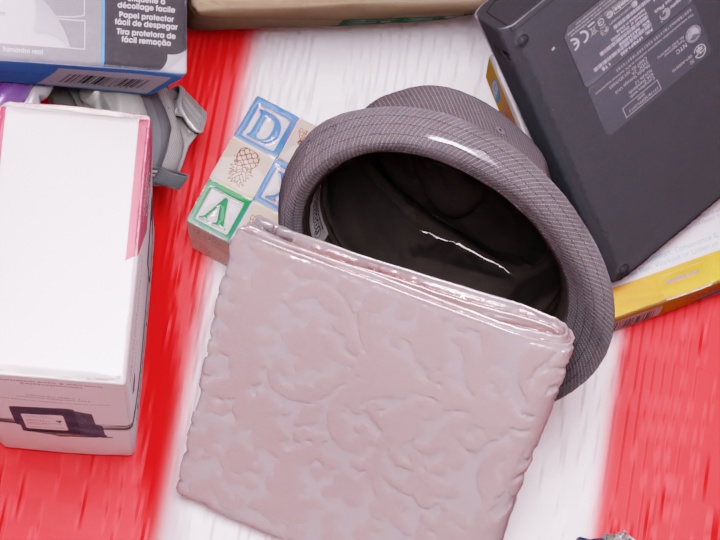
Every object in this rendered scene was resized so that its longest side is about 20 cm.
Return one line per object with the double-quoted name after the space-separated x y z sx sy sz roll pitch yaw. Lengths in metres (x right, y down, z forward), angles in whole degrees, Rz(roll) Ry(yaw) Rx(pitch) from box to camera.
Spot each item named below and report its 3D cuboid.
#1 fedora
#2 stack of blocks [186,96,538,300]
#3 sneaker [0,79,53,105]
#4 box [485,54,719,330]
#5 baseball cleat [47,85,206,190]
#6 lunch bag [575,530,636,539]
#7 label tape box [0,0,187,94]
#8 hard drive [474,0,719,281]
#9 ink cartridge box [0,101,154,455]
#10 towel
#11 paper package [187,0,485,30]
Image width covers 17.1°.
0.052 -0.024 1.303 0.200 0.177 0.091 40 41 -14 "fedora"
0.000 0.000 1.387 0.199 0.059 0.116 28 76 6 "stack of blocks"
-0.220 -0.167 1.363 0.080 0.088 0.202 -19 57 31 "sneaker"
0.156 -0.073 1.422 0.118 0.042 0.201 -19 74 -6 "box"
-0.152 -0.122 1.417 0.070 0.106 0.201 -39 49 25 "baseball cleat"
0.179 0.250 1.291 0.199 0.140 0.168 25 60 5 "lunch bag"
-0.171 -0.204 1.304 0.143 0.063 0.202 2 83 -23 "label tape box"
0.155 -0.105 1.319 0.139 0.201 0.033 -39 41 -11 "hard drive"
-0.158 0.011 1.309 0.084 0.200 0.146 5 75 -3 "ink cartridge box"
0.003 0.079 1.313 0.190 0.201 0.032 21 37 5 "towel"
-0.013 -0.239 1.397 0.198 0.103 0.192 -4 95 -8 "paper package"
